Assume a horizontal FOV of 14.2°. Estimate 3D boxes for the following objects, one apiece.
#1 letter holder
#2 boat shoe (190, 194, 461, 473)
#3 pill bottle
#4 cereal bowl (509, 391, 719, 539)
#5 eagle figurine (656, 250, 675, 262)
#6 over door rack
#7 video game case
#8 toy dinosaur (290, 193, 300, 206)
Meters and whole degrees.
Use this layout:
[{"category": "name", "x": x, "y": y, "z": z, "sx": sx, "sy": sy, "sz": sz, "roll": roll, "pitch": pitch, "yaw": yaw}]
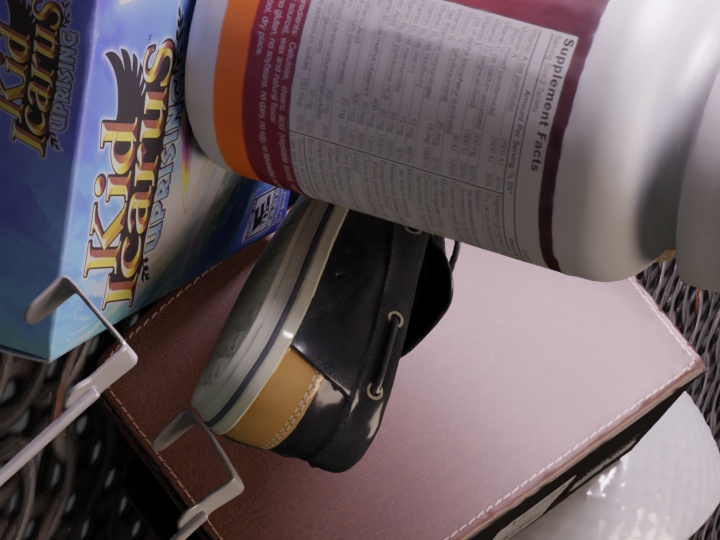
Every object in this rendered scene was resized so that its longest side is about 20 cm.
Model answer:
[{"category": "letter holder", "x": 0.003, "y": 0.050, "z": 1.102, "sx": 0.200, "sy": 0.142, "sz": 0.101, "roll": -34, "pitch": 169, "yaw": -23}, {"category": "boat shoe", "x": 0.000, "y": 0.000, "z": 1.009, "sx": 0.075, "sy": 0.062, "sz": 0.200, "roll": -52, "pitch": -172, "yaw": 36}, {"category": "pill bottle", "x": 0.053, "y": -0.060, "z": 0.934, "sx": 0.110, "sy": 0.199, "sz": 0.110, "roll": 17, "pitch": 90, "yaw": -72}, {"category": "cereal bowl", "x": 0.052, "y": 0.087, "z": 1.248, "sx": 0.200, "sy": 0.199, "sz": 0.084, "roll": -42, "pitch": 112, "yaw": -56}, {"category": "eagle figurine", "x": 0.101, "y": -0.019, "z": 1.361, "sx": 0.200, "sy": 0.151, "sz": 0.152, "roll": 75, "pitch": 16, "yaw": -48}, {"category": "over door rack", "x": -0.110, "y": 0.117, "z": 0.908, "sx": 0.200, "sy": 0.066, "sz": 0.148, "roll": -53, "pitch": 158, "yaw": -10}, {"category": "video game case", "x": -0.064, "y": -0.089, "z": 0.960, "sx": 0.181, "sy": 0.045, "sz": 0.201, "roll": -31, "pitch": 135, "yaw": -62}, {"category": "toy dinosaur", "x": -0.006, "y": -0.004, "z": 1.182, "sx": 0.102, "sy": 0.077, "sz": 0.201, "roll": 14, "pitch": 99, "yaw": -58}]
